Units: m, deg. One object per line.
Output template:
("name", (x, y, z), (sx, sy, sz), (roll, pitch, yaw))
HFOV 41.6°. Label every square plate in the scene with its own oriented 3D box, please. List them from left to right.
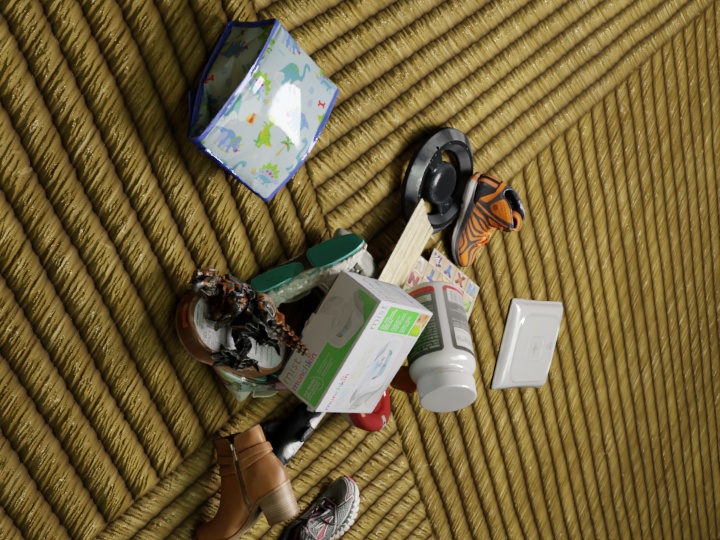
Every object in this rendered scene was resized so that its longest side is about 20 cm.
("square plate", (0.372, 0.164, 2.070), (0.197, 0.028, 0.201), (5, 100, -46))

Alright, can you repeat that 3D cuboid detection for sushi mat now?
("sushi mat", (0.075, -0.020, 1.628), (0.201, 0.012, 0.096), (-62, 148, -25))

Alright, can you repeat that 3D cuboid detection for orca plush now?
("orca plush", (-0.140, 0.286, 1.585), (0.200, 0.071, 0.105), (-51, 179, -7))

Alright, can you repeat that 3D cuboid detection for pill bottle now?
("pill bottle", (0.132, 0.129, 1.604), (0.114, 0.113, 0.201), (37, 37, -45))

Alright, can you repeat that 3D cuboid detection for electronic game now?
("electronic game", (0.140, -0.160, 1.713), (0.199, 0.041, 0.201), (-28, 130, -40))

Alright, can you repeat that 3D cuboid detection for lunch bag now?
("lunch bag", (-0.146, -0.223, 1.340), (0.170, 0.127, 0.201), (39, 66, -45))

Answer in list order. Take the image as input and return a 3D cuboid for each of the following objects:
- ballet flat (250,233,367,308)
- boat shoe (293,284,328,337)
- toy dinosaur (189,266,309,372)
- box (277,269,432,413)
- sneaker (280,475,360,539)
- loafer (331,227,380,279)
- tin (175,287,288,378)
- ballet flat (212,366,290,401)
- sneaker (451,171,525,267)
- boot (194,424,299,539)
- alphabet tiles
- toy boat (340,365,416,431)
("ballet flat", (-0.079, 0.005, 1.494), (0.199, 0.072, 0.072), (-23, 125, -2))
("boat shoe", (-0.071, 0.106, 1.567), (0.062, 0.074, 0.201), (-32, 130, -42))
("toy dinosaur", (-0.156, 0.067, 1.375), (0.199, 0.136, 0.103), (15, 126, -14))
("box", (-0.008, 0.115, 1.493), (0.201, 0.097, 0.176), (-58, 151, 9))
("sneaker", (-0.075, 0.448, 1.674), (0.200, 0.080, 0.075), (-53, 132, -18))
("loafer", (0.000, 0.000, 1.605), (0.200, 0.069, 0.070), (61, 21, -55))
("tin", (-0.188, 0.094, 1.426), (0.199, 0.042, 0.113), (25, 59, -42))
("ballet flat", (-0.165, 0.173, 1.508), (0.199, 0.069, 0.071), (10, 122, -47))
("sneaker", (0.238, -0.077, 1.764), (0.078, 0.112, 0.201), (-42, 148, -45))
("boot", (-0.202, 0.340, 1.502), (0.156, 0.199, 0.074), (65, 17, 3))
("alphabet tiles", (0.130, 0.045, 1.736), (0.200, 0.008, 0.168), (39, 59, -27))
("toy boat", (0.040, 0.184, 1.649), (0.130, 0.130, 0.201), (-17, 117, -62))
